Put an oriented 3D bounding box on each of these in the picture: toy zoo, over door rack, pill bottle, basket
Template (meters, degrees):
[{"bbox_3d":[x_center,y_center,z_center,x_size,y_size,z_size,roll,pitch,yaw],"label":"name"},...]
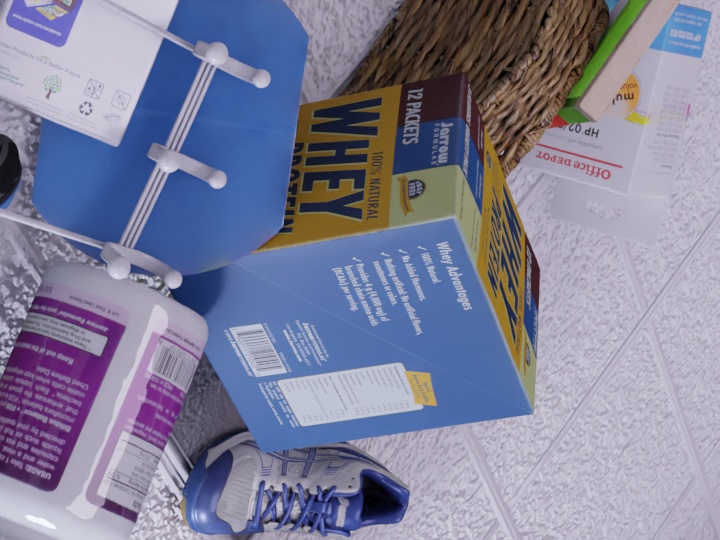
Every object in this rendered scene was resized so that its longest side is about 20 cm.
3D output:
[{"bbox_3d":[0.167,-0.165,1.478,0.020,0.200,0.131,38,78,-15],"label":"toy zoo"},{"bbox_3d":[-0.144,-0.078,1.095,0.200,0.066,0.148,23,93,-49],"label":"over door rack"},{"bbox_3d":[-0.178,0.105,1.189,0.112,0.112,0.201,35,73,-51],"label":"pill bottle"},{"bbox_3d":[0.105,-0.137,1.439,0.200,0.142,0.149,-56,139,-18],"label":"basket"}]

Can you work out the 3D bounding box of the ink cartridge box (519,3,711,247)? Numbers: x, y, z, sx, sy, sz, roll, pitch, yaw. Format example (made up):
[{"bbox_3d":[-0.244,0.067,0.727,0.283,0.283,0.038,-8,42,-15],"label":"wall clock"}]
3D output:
[{"bbox_3d":[0.204,-0.129,1.587,0.068,0.115,0.201,1,104,-50],"label":"ink cartridge box"}]

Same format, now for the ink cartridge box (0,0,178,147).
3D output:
[{"bbox_3d":[-0.153,-0.184,1.142,0.099,0.039,0.201,22,95,-22],"label":"ink cartridge box"}]

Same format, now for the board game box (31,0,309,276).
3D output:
[{"bbox_3d":[-0.117,-0.097,1.203,0.039,0.157,0.201,-76,174,-87],"label":"board game box"}]

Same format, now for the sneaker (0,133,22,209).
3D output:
[{"bbox_3d":[-0.267,-0.066,1.070,0.199,0.071,0.083,0,111,-48],"label":"sneaker"}]

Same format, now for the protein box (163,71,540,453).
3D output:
[{"bbox_3d":[0.000,0.000,1.290,0.135,0.199,0.199,-84,157,-43],"label":"protein box"}]

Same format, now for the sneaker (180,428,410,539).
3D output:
[{"bbox_3d":[-0.043,0.163,1.429,0.200,0.088,0.076,-5,110,-48],"label":"sneaker"}]
